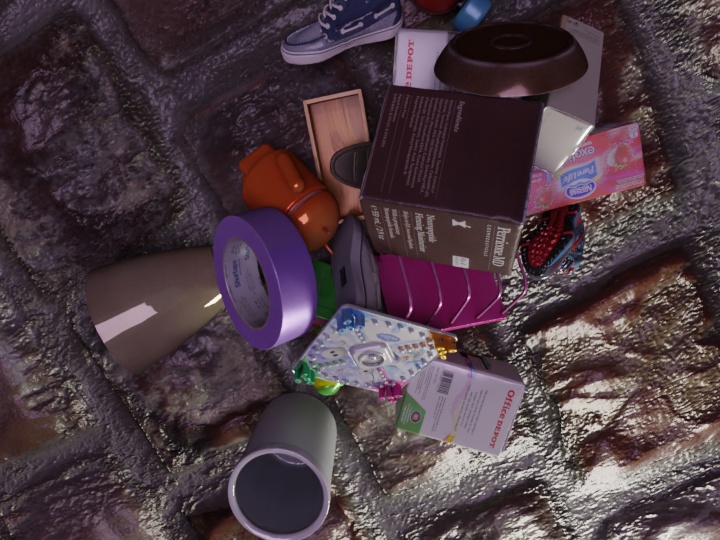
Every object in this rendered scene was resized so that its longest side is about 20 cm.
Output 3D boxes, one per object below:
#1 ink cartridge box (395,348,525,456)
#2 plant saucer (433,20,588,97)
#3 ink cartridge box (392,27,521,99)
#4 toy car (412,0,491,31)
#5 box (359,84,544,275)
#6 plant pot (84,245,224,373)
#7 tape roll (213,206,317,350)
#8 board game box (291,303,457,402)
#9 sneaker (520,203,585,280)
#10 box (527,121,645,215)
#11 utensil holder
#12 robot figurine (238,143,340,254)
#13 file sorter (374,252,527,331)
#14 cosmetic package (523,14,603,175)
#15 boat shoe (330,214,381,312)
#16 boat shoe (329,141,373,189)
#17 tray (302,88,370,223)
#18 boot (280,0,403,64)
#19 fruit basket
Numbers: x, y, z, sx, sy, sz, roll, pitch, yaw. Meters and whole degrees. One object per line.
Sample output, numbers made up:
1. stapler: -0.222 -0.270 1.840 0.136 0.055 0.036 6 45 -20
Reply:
1. ink cartridge box: 0.172 0.223 0.994 0.195 0.084 0.148 15 105 0
2. plant saucer: 0.192 -0.280 0.718 0.195 0.203 0.035 -5 129 5
3. ink cartridge box: 0.146 -0.283 0.860 0.194 0.084 0.150 5 102 3
4. toy car: 0.136 -0.451 0.758 0.183 0.200 0.178 39 104 -8
5. box: 0.118 -0.114 0.727 0.195 0.166 0.168 11 71 14
6. plant pot: -0.319 0.044 0.940 0.196 0.187 0.191 -24 103 -3
7. tape roll: -0.147 0.012 0.839 0.065 0.198 0.206 -18 108 -36
8. board game box: 0.018 0.137 0.858 0.196 0.026 0.201 17 137 -23
9. sneaker: 0.315 -0.029 0.868 0.078 0.200 0.097 -12 112 42
10. box: 0.326 -0.161 0.876 0.195 0.100 0.098 -15 104 6
11. utensil holder: -0.125 0.333 0.981 0.165 0.200 0.175 1 106 4
12. robot figurine: -0.111 -0.110 0.888 0.200 0.116 0.145 46 122 16
13. file sorter: 0.137 0.005 0.862 0.195 0.126 0.142 -9 67 -13
14. cosmetic package: 0.283 -0.252 0.797 0.072 0.203 0.104 22 148 -2
15. boat shoe: 0.000 0.000 0.873 0.065 0.203 0.072 22 129 -29
16. boat shoe: 0.041 -0.172 0.881 0.195 0.068 0.074 -8 109 -16
17. tray: -0.027 -0.185 0.924 0.096 0.037 0.205 -9 103 6
18. boot: -0.035 -0.384 0.836 0.195 0.074 0.091 -18 146 1
19. fruit basket: -0.037 0.110 0.942 0.209 0.156 0.222 1 80 -5
